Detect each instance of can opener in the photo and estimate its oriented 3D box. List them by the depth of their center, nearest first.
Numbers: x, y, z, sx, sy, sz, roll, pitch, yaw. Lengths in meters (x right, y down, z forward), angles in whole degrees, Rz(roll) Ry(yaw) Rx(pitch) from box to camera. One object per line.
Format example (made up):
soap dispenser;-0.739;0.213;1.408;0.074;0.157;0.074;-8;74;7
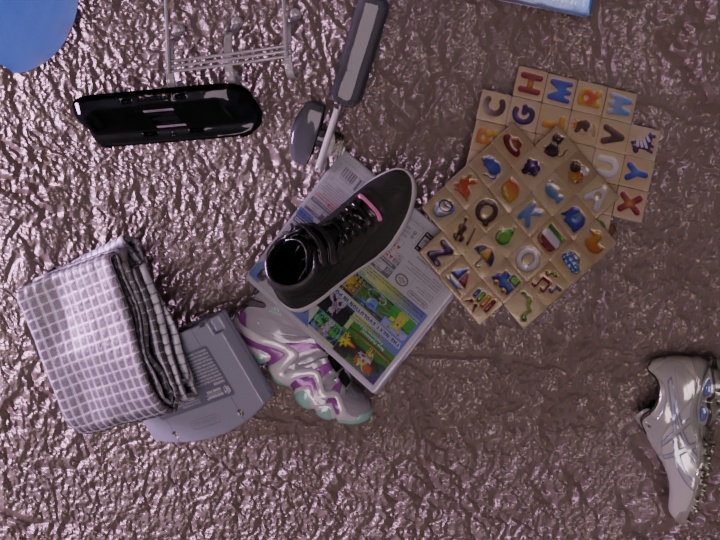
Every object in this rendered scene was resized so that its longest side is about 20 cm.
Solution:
can opener;-0.024;-0.200;1.065;0.065;0.053;0.203;23;108;0

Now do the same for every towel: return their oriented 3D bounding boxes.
towel;-0.290;0.078;1.120;0.164;0.085;0.203;-18;95;34

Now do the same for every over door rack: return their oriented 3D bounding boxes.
over door rack;-0.141;-0.297;1.048;0.145;0.067;0.204;-5;93;8

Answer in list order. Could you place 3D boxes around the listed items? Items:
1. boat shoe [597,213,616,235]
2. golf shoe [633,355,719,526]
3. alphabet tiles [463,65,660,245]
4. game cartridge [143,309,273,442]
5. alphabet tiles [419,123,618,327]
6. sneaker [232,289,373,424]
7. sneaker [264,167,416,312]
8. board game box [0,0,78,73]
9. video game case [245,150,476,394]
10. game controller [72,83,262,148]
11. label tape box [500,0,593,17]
boat shoe;0.178;-0.039;1.089;0.197;0.072;0.073;-20;91;11
golf shoe;0.364;0.193;1.145;0.096;0.078;0.204;9;103;21
alphabet tiles;0.215;-0.123;1.055;0.196;0.006;0.170;14;88;3
game cartridge;-0.197;0.133;1.163;0.198;0.040;0.135;-21;100;35
alphabet tiles;0.167;-0.048;1.039;0.200;0.006;0.167;-41;86;-1
sneaker;-0.046;0.079;1.141;0.198;0.078;0.141;32;108;-5
sneaker;-0.021;-0.037;1.032;0.200;0.099;0.071;-43;75;3
board game box;-0.391;-0.319;1.079;0.198;0.039;0.159;32;113;1
video game case;0.000;0.000;1.085;0.199;0.022;0.183;40;92;13
game controller;-0.208;-0.170;1.071;0.196;0.105;0.043;-4;68;7
label tape box;0.149;-0.349;0.995;0.196;0.063;0.147;12;108;3
